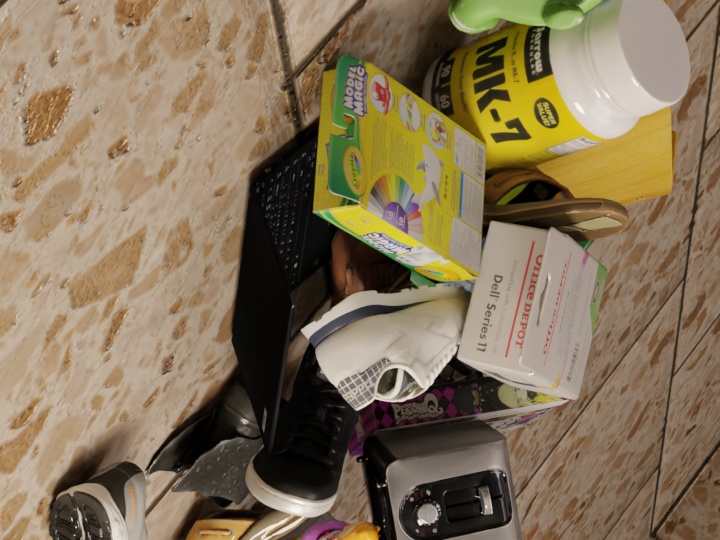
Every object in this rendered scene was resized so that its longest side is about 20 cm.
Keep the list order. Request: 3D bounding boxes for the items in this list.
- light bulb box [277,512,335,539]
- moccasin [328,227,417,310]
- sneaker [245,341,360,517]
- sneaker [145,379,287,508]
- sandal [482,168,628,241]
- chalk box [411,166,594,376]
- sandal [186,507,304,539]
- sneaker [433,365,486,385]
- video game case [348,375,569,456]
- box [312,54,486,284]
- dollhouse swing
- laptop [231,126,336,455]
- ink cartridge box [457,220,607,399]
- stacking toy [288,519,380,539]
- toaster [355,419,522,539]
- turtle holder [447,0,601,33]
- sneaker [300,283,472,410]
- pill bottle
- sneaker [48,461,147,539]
[{"bbox_3d":[-0.054,0.353,1.907,0.198,0.200,0.125,-38,165,-40],"label":"light bulb box"},{"bbox_3d":[0.010,0.016,1.689,0.073,0.078,0.202,-12,147,-22],"label":"moccasin"},{"bbox_3d":[-0.037,0.112,1.633,0.200,0.073,0.112,-70,177,-76],"label":"sneaker"},{"bbox_3d":[-0.099,0.152,1.744,0.104,0.060,0.200,-57,156,-1],"label":"sneaker"},{"bbox_3d":[0.124,-0.056,1.693,0.080,0.199,0.054,17,78,-50],"label":"sandal"},{"bbox_3d":[0.095,0.007,1.826,0.200,0.125,0.124,-52,-176,-17],"label":"chalk box"},{"bbox_3d":[-0.110,0.225,1.784,0.200,0.054,0.080,-38,-175,2],"label":"sandal"},{"bbox_3d":[0.074,0.089,2.010,0.075,0.082,0.200,-61,160,11],"label":"sneaker"},{"bbox_3d":[0.085,0.133,1.932,0.180,0.036,0.200,-8,170,-10],"label":"video game case"},{"bbox_3d":[0.025,-0.074,1.567,0.200,0.048,0.118,32,57,-52],"label":"box"},{"bbox_3d":[0.241,-0.182,2.066,0.181,0.177,0.200,-14,157,4],"label":"dollhouse swing"},{"bbox_3d":[-0.038,0.004,1.591,0.200,0.103,0.178,-41,155,-37],"label":"laptop"},{"bbox_3d":[0.135,0.030,1.662,0.200,0.067,0.118,31,72,-69],"label":"ink cartridge box"},{"bbox_3d":[-0.027,0.256,1.770,0.116,0.110,0.200,-23,161,-27],"label":"stacking toy"},{"bbox_3d":[0.072,0.231,1.782,0.200,0.118,0.182,-160,-119,-82],"label":"toaster"},{"bbox_3d":[0.143,-0.252,1.585,0.132,0.140,0.186,-56,159,-60],"label":"turtle holder"},{"bbox_3d":[0.034,0.062,1.605,0.076,0.081,0.200,-40,162,33],"label":"sneaker"},{"bbox_3d":[0.156,-0.149,1.658,0.199,0.115,0.114,-19,-170,42],"label":"pill bottle"},{"bbox_3d":[-0.199,0.231,1.605,0.079,0.074,0.201,-42,155,-48],"label":"sneaker"}]
